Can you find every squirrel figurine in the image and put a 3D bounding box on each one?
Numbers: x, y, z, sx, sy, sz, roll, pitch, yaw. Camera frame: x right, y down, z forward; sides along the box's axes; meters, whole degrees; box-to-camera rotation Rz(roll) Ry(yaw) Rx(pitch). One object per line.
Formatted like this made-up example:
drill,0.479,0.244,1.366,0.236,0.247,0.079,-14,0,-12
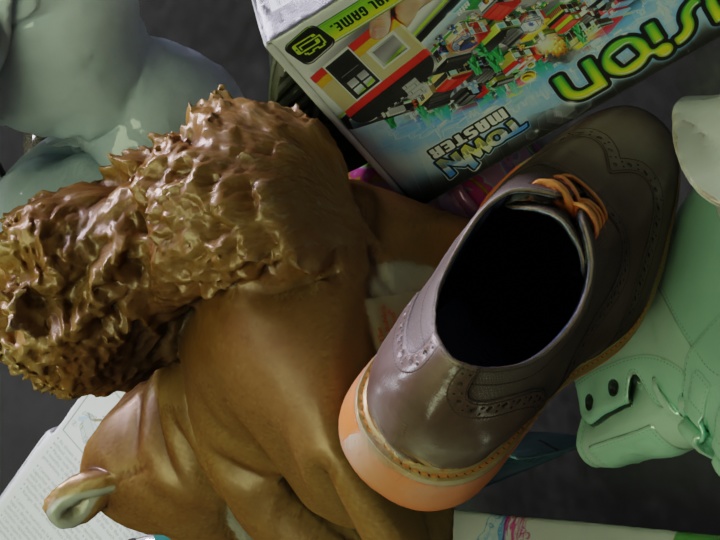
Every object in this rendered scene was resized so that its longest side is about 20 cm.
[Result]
squirrel figurine,-0.052,0.033,0.687,0.186,0.142,0.200,-22,117,45

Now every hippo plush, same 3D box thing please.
hippo plush,-0.121,-0.082,0.738,0.200,0.161,0.159,-44,37,-5

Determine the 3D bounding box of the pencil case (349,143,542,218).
pencil case,0.000,0.000,0.777,0.200,0.087,0.088,-36,81,36

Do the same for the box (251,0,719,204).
box,0.073,-0.108,0.634,0.199,0.110,0.035,-30,48,15

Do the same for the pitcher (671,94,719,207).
pitcher,0.222,-0.079,0.583,0.170,0.122,0.201,27,124,-9

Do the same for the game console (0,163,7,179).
game console,-0.277,-0.018,0.909,0.116,0.175,0.201,-10,110,52

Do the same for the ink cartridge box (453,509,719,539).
ink cartridge box,0.086,0.168,0.717,0.198,0.084,0.145,1,141,36

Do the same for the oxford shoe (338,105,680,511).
oxford shoe,0.068,-0.004,0.616,0.071,0.200,0.073,33,138,6

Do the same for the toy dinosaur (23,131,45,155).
toy dinosaur,-0.129,-0.077,0.855,0.076,0.103,0.201,8,128,-7

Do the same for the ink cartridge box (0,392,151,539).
ink cartridge box,-0.084,0.148,0.902,0.200,0.043,0.174,46,113,17

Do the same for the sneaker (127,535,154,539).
sneaker,-0.059,0.195,0.819,0.199,0.087,0.076,37,112,20

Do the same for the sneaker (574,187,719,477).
sneaker,0.134,0.064,0.655,0.118,0.073,0.202,-48,31,36

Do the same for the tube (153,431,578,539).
tube,-0.001,0.091,0.791,0.199,0.077,0.051,-15,88,32

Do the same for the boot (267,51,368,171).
boot,-0.034,-0.162,0.725,0.200,0.072,0.183,55,145,41
